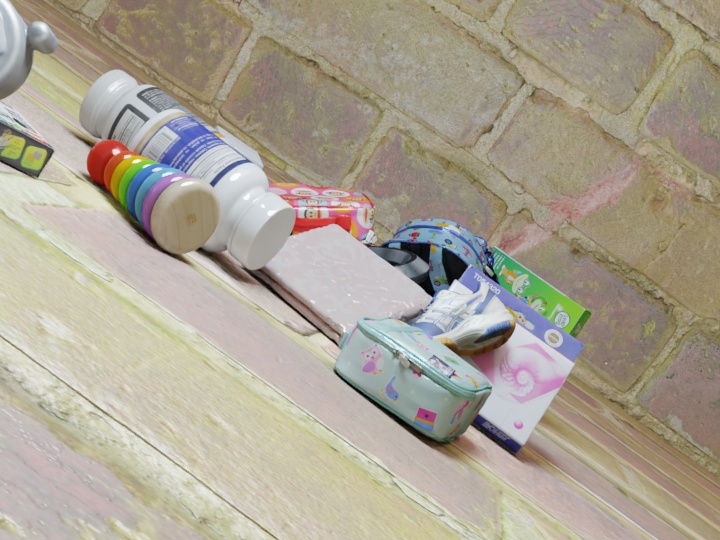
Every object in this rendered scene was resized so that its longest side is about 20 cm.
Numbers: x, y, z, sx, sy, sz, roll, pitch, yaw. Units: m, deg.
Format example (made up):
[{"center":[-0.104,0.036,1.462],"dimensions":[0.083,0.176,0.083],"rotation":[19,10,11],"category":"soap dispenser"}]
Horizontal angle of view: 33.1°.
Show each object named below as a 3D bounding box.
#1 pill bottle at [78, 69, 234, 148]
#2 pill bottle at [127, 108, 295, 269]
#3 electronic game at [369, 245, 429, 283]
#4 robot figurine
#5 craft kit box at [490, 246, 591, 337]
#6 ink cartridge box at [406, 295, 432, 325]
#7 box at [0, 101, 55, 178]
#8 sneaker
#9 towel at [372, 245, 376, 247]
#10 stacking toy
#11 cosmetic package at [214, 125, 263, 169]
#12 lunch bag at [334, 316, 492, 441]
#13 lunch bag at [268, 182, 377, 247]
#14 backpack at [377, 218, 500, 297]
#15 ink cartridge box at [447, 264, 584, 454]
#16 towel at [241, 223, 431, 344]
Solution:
[{"center":[-0.272,-0.174,1.617],"dimensions":[0.199,0.117,0.116],"rotation":[37,6,15],"category":"pill bottle"},{"center":[-0.180,-0.093,1.458],"dimensions":[0.199,0.120,0.120],"rotation":[37,6,18],"category":"pill bottle"},{"center":[0.000,0.000,1.724],"dimensions":[0.197,0.042,0.200],"rotation":[0,12,0],"category":"electronic game"},{"center":[-0.412,-0.242,1.299],"dimensions":[0.167,0.115,0.200],"rotation":[-4,2,-8],"category":"robot figurine"},{"center":[0.243,0.097,1.984],"dimensions":[0.197,0.201,0.048],"rotation":[36,6,27],"category":"craft kit box"},{"center":[0.089,0.086,1.737],"dimensions":[0.145,0.085,0.200],"rotation":[33,6,-17],"category":"ink cartridge box"},{"center":[-0.400,-0.164,1.170],"dimensions":[0.199,0.035,0.110],"rotation":[30,8,-46],"category":"box"},{"center":[0.098,0.073,1.537],"dimensions":[0.198,0.076,0.089],"rotation":[-13,59,-31],"category":"sneaker"},{"center":[0.000,-0.007,1.974],"dimensions":[0.199,0.048,0.113],"rotation":[30,40,-34],"category":"towel"},{"center":[-0.243,-0.096,1.349],"dimensions":[0.199,0.086,0.085],"rotation":[33,3,40],"category":"stacking toy"},{"center":[-0.205,-0.138,1.765],"dimensions":[0.081,0.114,0.200],"rotation":[32,7,-14],"category":"cosmetic package"},{"center":[0.059,0.113,1.342],"dimensions":[0.160,0.078,0.200],"rotation":[36,5,15],"category":"lunch bag"},{"center":[-0.077,-0.076,1.766],"dimensions":[0.197,0.083,0.176],"rotation":[1,11,-10],"category":"lunch bag"},{"center":[0.117,-0.006,1.882],"dimensions":[0.180,0.136,0.201],"rotation":[5,-39,26],"category":"backpack"},{"center":[0.178,0.106,1.597],"dimensions":[0.195,0.201,0.043],"rotation":[34,-29,7],"category":"ink cartridge box"},{"center":[-0.028,0.016,1.553],"dimensions":[0.190,0.033,0.199],"rotation":[37,31,25],"category":"towel"}]
